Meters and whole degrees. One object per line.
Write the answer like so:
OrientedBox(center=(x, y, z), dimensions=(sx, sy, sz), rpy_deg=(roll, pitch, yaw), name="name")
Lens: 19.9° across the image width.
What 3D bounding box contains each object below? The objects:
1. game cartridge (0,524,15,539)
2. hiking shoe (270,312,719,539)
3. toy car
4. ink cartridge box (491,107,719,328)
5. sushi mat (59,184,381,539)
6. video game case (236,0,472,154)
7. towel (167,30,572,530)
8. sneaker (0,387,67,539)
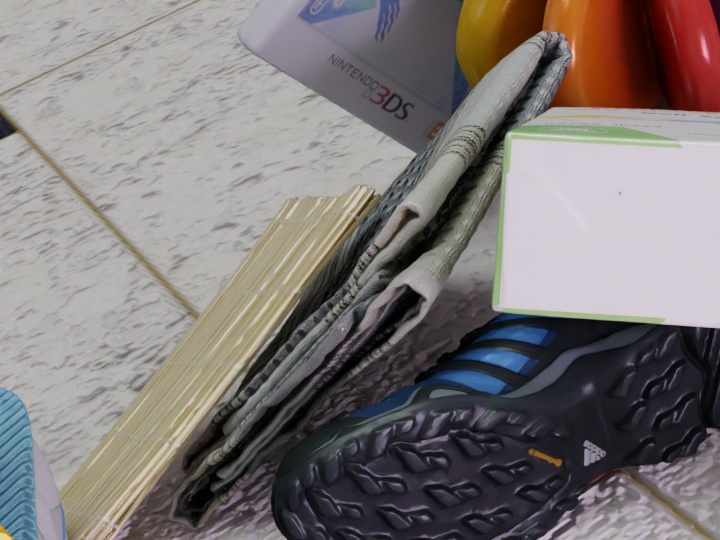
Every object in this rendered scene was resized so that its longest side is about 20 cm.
OrientedBox(center=(-0.153, 0.185, 0.648), dimensions=(0.200, 0.033, 0.176), rpy_deg=(-36, 63, -25), name="game cartridge")
OrientedBox(center=(0.052, 0.060, 0.796), dimensions=(0.199, 0.075, 0.087), rpy_deg=(-18, 21, -19), name="hiking shoe")
OrientedBox(center=(0.150, -0.128, 0.954), dimensions=(0.199, 0.176, 0.150), rpy_deg=(-30, 31, -19), name="toy car")
OrientedBox(center=(0.121, -0.026, 0.800), dimensions=(0.116, 0.068, 0.200), rpy_deg=(4, 8, 10), name="ink cartridge box")
OrientedBox(center=(-0.068, 0.040, 0.885), dimensions=(0.200, 0.012, 0.096), rpy_deg=(-53, 16, -19), name="sushi mat")
OrientedBox(center=(0.054, -0.157, 1.012), dimensions=(0.200, 0.182, 0.022), rpy_deg=(-49, 59, 10), name="video game case")
OrientedBox(center=(0.000, 0.000, 0.870), dimensions=(0.193, 0.034, 0.200), rpy_deg=(-45, 9, 39), name="towel")
OrientedBox(center=(-0.139, 0.143, 0.767), dimensions=(0.076, 0.081, 0.201), rpy_deg=(-7, 49, 6), name="sneaker")
